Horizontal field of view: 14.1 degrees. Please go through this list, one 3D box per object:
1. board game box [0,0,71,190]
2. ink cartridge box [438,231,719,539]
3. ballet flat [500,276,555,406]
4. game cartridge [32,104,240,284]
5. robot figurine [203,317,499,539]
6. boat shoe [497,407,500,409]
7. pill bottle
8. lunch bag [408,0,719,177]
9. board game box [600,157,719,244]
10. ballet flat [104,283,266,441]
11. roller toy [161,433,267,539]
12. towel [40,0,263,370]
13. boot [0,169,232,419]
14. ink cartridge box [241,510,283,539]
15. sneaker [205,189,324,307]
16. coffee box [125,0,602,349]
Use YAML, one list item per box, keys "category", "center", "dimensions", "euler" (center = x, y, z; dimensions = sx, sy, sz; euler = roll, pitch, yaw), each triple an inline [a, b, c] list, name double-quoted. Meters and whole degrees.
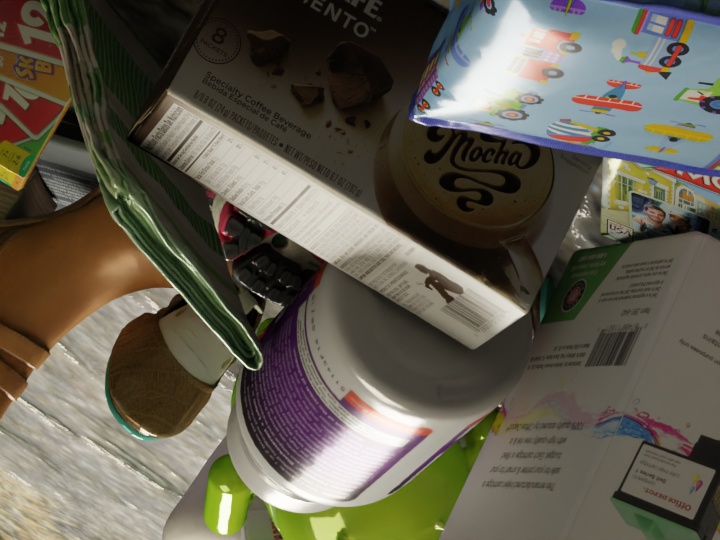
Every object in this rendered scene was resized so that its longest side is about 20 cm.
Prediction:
- category: "board game box"
  center: [-0.246, -0.133, 1.550]
  dimensions: [0.200, 0.096, 0.030]
  euler: [28, 157, -3]
- category: "ink cartridge box"
  center: [0.124, 0.091, 1.399]
  dimensions: [0.084, 0.200, 0.145]
  euler: [30, 167, -16]
- category: "ballet flat"
  center: [0.101, 0.070, 1.622]
  dimensions: [0.071, 0.069, 0.200]
  euler: [-8, 140, 22]
- category: "game cartridge"
  center: [-0.144, -0.050, 1.698]
  dimensions: [0.200, 0.042, 0.133]
  euler: [16, 160, 27]
- category: "robot figurine"
  center: [-0.007, 0.101, 1.676]
  dimensions: [0.200, 0.175, 0.116]
  euler: [-120, 24, -55]
- category: "boat shoe"
  center: [0.122, 0.127, 1.745]
  dimensions: [0.201, 0.060, 0.072]
  euler: [19, 158, 22]
- category: "pill bottle"
  center: [0.001, 0.056, 1.493]
  dimensions: [0.111, 0.112, 0.200]
  euler: [31, 150, -8]
- category: "lunch bag"
  center: [0.141, -0.093, 1.213]
  dimensions: [0.200, 0.094, 0.151]
  euler: [21, 157, -8]
- category: "board game box"
  center: [0.209, -0.021, 1.356]
  dimensions: [0.200, 0.029, 0.135]
  euler: [22, 159, 14]
- category: "ballet flat"
  center: [-0.094, 0.040, 1.698]
  dimensions: [0.068, 0.072, 0.200]
  euler: [51, -164, -2]
- category: "roller toy"
  center: [-0.028, 0.175, 1.925]
  dimensions: [0.200, 0.140, 0.182]
  euler: [48, 148, -21]
- category: "towel"
  center: [-0.106, -0.062, 1.470]
  dimensions: [0.153, 0.023, 0.200]
  euler: [52, -168, -46]
- category: "boot"
  center: [-0.180, 0.022, 1.644]
  dimensions: [0.200, 0.155, 0.077]
  euler: [17, 156, 25]
- category: "ink cartridge box"
  center: [0.028, 0.198, 1.750]
  dimensions: [0.199, 0.086, 0.146]
  euler: [1, -171, -5]
- category: "sneaker"
  center: [0.000, 0.000, 1.604]
  dimensions: [0.200, 0.081, 0.075]
  euler: [37, -172, -29]
- category: "coffee box"
  center: [0.006, -0.066, 1.379]
  dimensions: [0.200, 0.113, 0.080]
  euler: [32, 157, -8]
